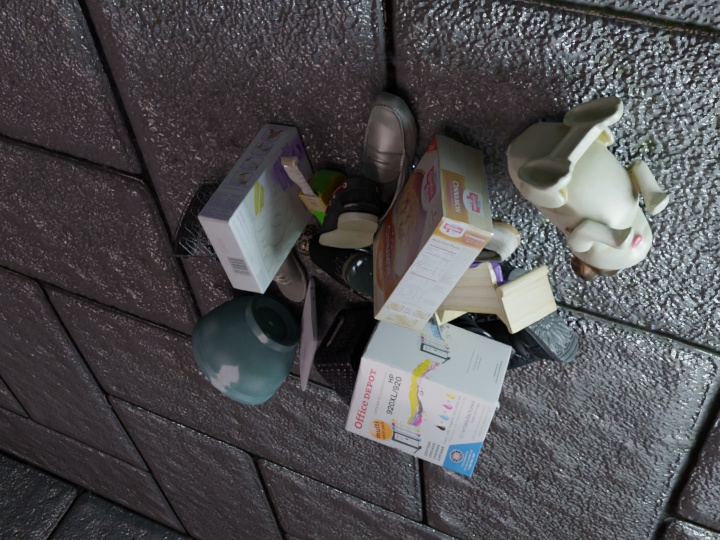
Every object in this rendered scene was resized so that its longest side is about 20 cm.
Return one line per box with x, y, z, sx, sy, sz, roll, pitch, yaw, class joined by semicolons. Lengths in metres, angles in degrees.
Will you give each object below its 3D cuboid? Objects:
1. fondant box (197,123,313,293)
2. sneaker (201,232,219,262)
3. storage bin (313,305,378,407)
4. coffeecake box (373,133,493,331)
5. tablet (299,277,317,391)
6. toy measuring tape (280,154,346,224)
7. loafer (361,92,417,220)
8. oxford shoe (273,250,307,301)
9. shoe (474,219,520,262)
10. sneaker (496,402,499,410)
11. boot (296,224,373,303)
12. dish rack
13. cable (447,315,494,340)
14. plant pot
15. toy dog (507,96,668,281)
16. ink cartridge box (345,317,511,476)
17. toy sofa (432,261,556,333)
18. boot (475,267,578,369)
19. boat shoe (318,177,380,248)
-0.138;-0.091;1.270;0.058;0.201;0.145;9;141;26;fondant box
-0.236;-0.054;1.491;0.071;0.083;0.199;41;161;-17;sneaker
0.027;0.171;1.539;0.093;0.136;0.200;-8;131;44;storage bin
0.088;-0.046;1.142;0.072;0.155;0.201;17;135;-17;coffeecake box
-0.096;0.118;1.588;0.013;0.132;0.201;2;148;-10;tablet
-0.058;-0.129;1.258;0.073;0.074;0.200;13;159;25;toy measuring tape
0.036;-0.147;1.177;0.069;0.070;0.201;18;145;19;loafer
-0.141;-0.008;1.514;0.074;0.058;0.201;14;144;21;oxford shoe
0.126;-0.047;1.252;0.198;0.054;0.070;9;141;30;shoe
0.157;0.189;1.522;0.114;0.076;0.200;-7;136;43;sneaker
0.000;-0.002;1.402;0.153;0.074;0.203;32;180;40;boot
-0.228;-0.089;1.398;0.198;0.155;0.054;1;154;39;dish rack
0.142;0.125;1.393;0.199;0.051;0.165;34;146;38;cable
-0.195;0.127;1.635;0.200;0.201;0.134;40;120;-15;plant pot
0.263;-0.074;1.037;0.200;0.140;0.193;48;156;-25;toy dog
0.098;0.171;1.285;0.198;0.145;0.149;19;123;8;ink cartridge box
0.170;0.022;1.215;0.199;0.082;0.099;-2;109;63;toy sofa
0.216;0.082;1.352;0.166;0.066;0.199;55;153;-11;boot
-0.014;-0.073;1.219;0.073;0.064;0.201;4;167;-10;boat shoe
